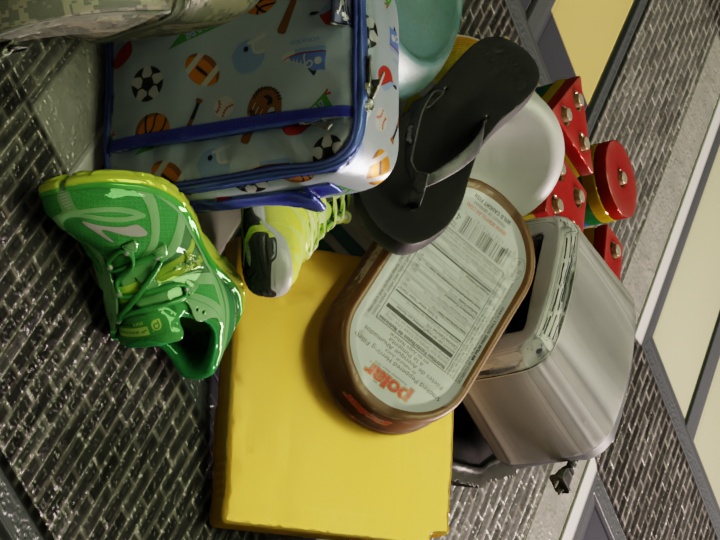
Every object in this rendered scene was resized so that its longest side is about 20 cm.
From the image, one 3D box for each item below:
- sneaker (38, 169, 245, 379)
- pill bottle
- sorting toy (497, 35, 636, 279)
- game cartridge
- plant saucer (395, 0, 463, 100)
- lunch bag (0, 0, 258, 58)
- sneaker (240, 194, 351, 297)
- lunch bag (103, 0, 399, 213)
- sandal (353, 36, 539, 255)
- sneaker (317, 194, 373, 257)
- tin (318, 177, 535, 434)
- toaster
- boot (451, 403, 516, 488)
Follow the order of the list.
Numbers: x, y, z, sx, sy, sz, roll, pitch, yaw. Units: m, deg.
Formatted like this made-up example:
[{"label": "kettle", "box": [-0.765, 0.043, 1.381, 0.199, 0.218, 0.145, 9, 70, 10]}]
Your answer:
[{"label": "sneaker", "box": [-0.132, 0.003, 1.382, 0.200, 0.074, 0.084, 48, 40, -47]}, {"label": "pill bottle", "box": [0.081, -0.116, 1.696, 0.200, 0.109, 0.110, -118, -174, -65]}, {"label": "sorting toy", "box": [0.168, -0.067, 1.843, 0.200, 0.069, 0.199, 50, 39, -42]}, {"label": "game cartridge", "box": [-0.017, 0.087, 1.527, 0.176, 0.032, 0.201, 10, 74, -24]}, {"label": "plant saucer", "box": [0.029, -0.219, 1.513, 0.200, 0.027, 0.201, 15, 73, -62]}, {"label": "lunch bag", "box": [-0.169, -0.233, 1.305, 0.167, 0.139, 0.201, -12, 95, -38]}, {"label": "sneaker", "box": [-0.043, -0.049, 1.485, 0.200, 0.076, 0.076, -89, -178, -59]}, {"label": "lunch bag", "box": [-0.067, -0.114, 1.397, 0.076, 0.199, 0.161, 32, 56, -59]}, {"label": "sandal", "box": [0.059, -0.097, 1.538, 0.200, 0.076, 0.043, -56, 176, -29]}, {"label": "sneaker", "box": [0.000, 0.000, 1.605, 0.070, 0.093, 0.201, 35, 53, -53]}, {"label": "tin", "box": [0.048, 0.022, 1.538, 0.112, 0.042, 0.200, 37, 63, -9]}, {"label": "toaster", "box": [0.130, 0.055, 1.647, 0.129, 0.113, 0.201, 53, 39, -36]}, {"label": "boot", "box": [0.069, 0.087, 1.721, 0.211, 0.079, 0.159, 5, 86, -72]}]
